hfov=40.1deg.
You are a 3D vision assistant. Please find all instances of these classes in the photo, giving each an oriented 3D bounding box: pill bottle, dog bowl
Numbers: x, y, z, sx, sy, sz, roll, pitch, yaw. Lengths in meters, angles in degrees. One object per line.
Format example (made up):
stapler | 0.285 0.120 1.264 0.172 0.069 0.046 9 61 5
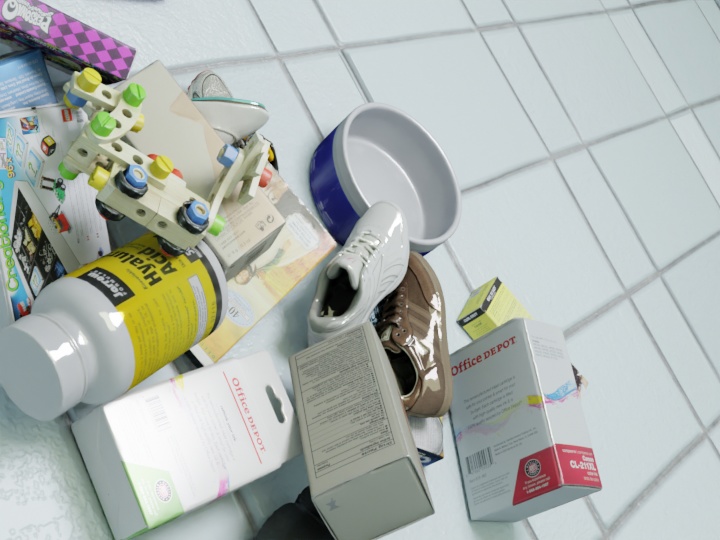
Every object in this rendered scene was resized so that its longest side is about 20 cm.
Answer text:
pill bottle | -0.214 0.046 0.856 0.112 0.111 0.199 54 39 -1
dog bowl | 0.033 -0.107 1.259 0.198 0.078 0.204 23 51 -31

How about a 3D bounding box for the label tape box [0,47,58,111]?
label tape box | -0.328 -0.081 0.898 0.144 0.062 0.204 -39 122 -49

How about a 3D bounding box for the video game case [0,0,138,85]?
video game case | -0.323 -0.234 0.934 0.197 0.181 0.036 24 88 -25

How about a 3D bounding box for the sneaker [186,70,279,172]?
sneaker | -0.133 -0.140 1.120 0.077 0.082 0.203 -15 76 -47

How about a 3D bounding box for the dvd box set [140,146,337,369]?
dvd box set | -0.138 -0.016 1.020 0.200 0.029 0.147 -43 96 -25

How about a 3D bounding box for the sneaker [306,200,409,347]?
sneaker | 0.000 0.000 1.096 0.076 0.100 0.203 18 68 15

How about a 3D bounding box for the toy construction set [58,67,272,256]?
toy construction set | -0.175 -0.093 0.865 0.196 0.093 0.133 19 42 -17

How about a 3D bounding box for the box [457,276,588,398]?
box | 0.219 0.109 1.320 0.200 0.050 0.076 47 42 -9

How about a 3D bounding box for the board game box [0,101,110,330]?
board game box | -0.283 -0.042 0.878 0.126 0.034 0.205 -23 109 -55

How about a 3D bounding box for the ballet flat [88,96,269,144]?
ballet flat | -0.195 -0.148 1.044 0.195 0.070 0.071 4 57 -6

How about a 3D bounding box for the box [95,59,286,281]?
box | -0.169 -0.090 0.958 0.077 0.095 0.201 -38 89 -23

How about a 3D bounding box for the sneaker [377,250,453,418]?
sneaker | 0.054 0.067 1.125 0.074 0.070 0.204 7 59 -34

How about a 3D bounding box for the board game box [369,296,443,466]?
board game box | 0.036 0.112 1.157 0.134 0.034 0.203 25 50 -31

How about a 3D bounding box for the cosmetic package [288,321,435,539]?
cosmetic package | -0.003 0.158 0.973 0.201 0.102 0.088 -104 171 -55

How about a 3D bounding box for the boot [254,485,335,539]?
boot | -0.020 0.299 0.904 0.200 0.066 0.164 43 21 18

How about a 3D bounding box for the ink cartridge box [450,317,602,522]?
ink cartridge box | 0.187 0.179 1.174 0.082 0.145 0.204 13 57 -38

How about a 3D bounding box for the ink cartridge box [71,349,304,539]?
ink cartridge box | -0.154 0.158 0.924 0.198 0.067 0.119 -15 77 -46
